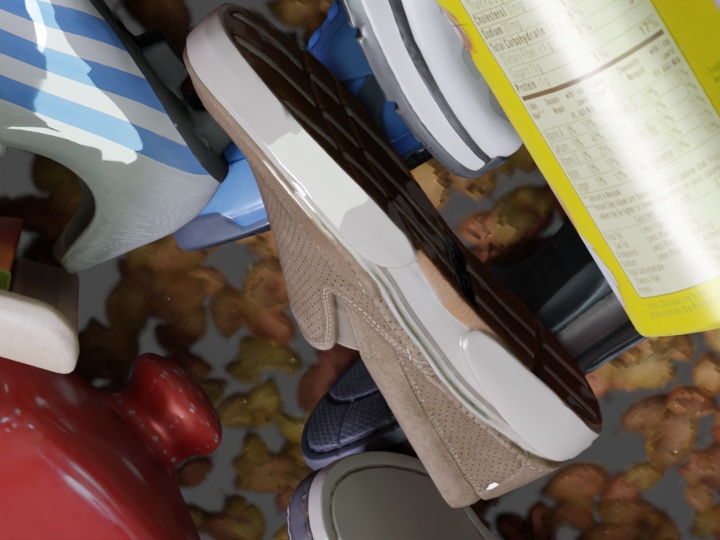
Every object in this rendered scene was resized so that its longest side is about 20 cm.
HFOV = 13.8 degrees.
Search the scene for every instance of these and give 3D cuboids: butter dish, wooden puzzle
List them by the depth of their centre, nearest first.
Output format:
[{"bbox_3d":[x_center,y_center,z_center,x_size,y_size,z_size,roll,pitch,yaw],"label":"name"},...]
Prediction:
[{"bbox_3d":[-0.182,-0.014,1.002,0.184,0.200,0.037,16,92,-7],"label":"wooden puzzle"},{"bbox_3d":[-0.115,0.087,1.071,0.148,0.200,0.200,-37,115,-6],"label":"butter dish"}]

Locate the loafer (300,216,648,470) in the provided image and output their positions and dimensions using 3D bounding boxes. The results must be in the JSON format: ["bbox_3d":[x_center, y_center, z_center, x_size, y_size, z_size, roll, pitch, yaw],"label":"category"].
[{"bbox_3d":[0.070,0.027,1.079,0.200,0.072,0.063,-37,116,16],"label":"loafer"}]

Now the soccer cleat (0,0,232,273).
[{"bbox_3d":[-0.126,-0.088,0.998,0.086,0.070,0.200,-37,100,0],"label":"soccer cleat"}]

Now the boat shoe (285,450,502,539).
[{"bbox_3d":[0.020,0.120,1.092,0.063,0.073,0.200,-15,154,27],"label":"boat shoe"}]

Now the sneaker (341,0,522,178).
[{"bbox_3d":[0.042,-0.128,0.926,0.115,0.076,0.201,-18,116,9],"label":"sneaker"}]

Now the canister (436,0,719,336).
[{"bbox_3d":[0.085,-0.100,0.838,0.148,0.086,0.200,-37,102,-26],"label":"canister"}]

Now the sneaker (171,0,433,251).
[{"bbox_3d":[0.010,-0.074,1.035,0.200,0.066,0.079,-29,89,22],"label":"sneaker"}]

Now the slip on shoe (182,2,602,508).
[{"bbox_3d":[0.000,0.000,0.989,0.061,0.076,0.200,-35,118,16],"label":"slip on shoe"}]
